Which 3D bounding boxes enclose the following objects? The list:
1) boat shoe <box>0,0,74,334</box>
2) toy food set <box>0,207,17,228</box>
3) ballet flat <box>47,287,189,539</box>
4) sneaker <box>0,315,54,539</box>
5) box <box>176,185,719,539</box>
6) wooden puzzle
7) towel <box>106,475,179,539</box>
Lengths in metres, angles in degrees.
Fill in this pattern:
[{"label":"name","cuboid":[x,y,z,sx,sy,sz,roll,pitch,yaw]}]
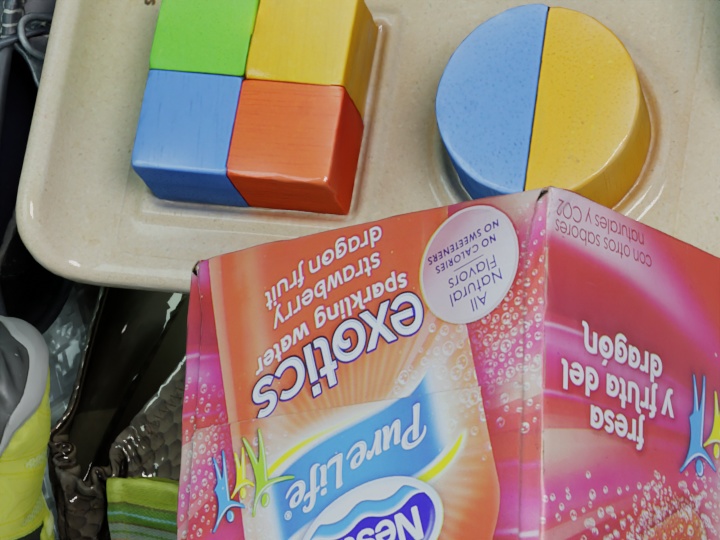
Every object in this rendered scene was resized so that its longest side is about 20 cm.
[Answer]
[{"label":"boat shoe","cuboid":[-0.093,-0.070,0.816,0.062,0.075,0.200,24,100,32]},{"label":"toy food set","cuboid":[-0.126,-0.125,0.908,0.143,0.060,0.200,21,92,42]},{"label":"ballet flat","cuboid":[-0.055,-0.004,0.824,0.067,0.046,0.200,19,91,41]},{"label":"sneaker","cuboid":[-0.120,0.107,0.813,0.075,0.076,0.200,37,116,53]},{"label":"box","cuboid":[0.061,0.056,0.603,0.100,0.200,0.096,-10,70,39]},{"label":"wooden puzzle","cuboid":[0.018,-0.081,0.705,0.200,0.046,0.186,6,73,10]},{"label":"towel","cuboid":[-0.048,0.162,0.772,0.086,0.018,0.200,5,91,42]}]
